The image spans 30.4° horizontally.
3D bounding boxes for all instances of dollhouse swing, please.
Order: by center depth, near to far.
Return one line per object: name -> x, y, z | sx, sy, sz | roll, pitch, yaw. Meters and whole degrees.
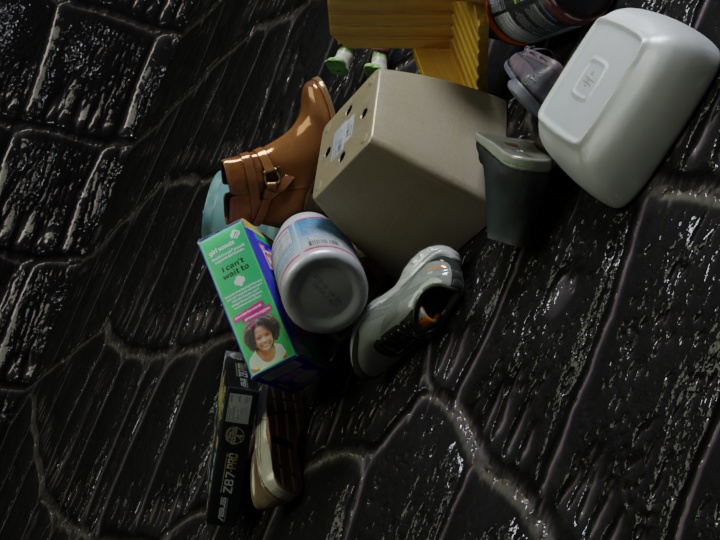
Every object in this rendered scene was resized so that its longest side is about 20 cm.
dollhouse swing -> 0.057, -0.314, 1.701 | 0.200, 0.175, 0.182 | 87, 170, -52

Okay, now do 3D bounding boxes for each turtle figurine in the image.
turtle figurine -> 0.015, -0.414, 2.111 | 0.200, 0.143, 0.195 | -24, 47, 63

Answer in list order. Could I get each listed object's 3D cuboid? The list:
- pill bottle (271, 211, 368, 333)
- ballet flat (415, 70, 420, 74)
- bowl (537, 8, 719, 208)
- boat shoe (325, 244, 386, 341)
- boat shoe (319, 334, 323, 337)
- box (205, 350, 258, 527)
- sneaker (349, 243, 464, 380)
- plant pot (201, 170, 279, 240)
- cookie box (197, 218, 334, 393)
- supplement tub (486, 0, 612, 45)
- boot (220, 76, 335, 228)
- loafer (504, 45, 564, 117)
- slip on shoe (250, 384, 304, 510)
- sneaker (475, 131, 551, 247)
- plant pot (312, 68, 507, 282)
pill bottle -> -0.056, -0.006, 1.674 | 0.109, 0.108, 0.200 | -58, 18, 13
ballet flat -> 0.067, -0.206, 1.821 | 0.200, 0.064, 0.076 | -47, 37, -4
bowl -> 0.265, -0.184, 1.386 | 0.200, 0.074, 0.200 | -58, 21, 13
boat shoe -> 0.000, 0.000, 1.770 | 0.063, 0.071, 0.201 | -145, 77, -79
boat shoe -> -0.054, 0.048, 1.858 | 0.200, 0.075, 0.074 | -56, 29, 35
box -> -0.179, 0.231, 1.840 | 0.161, 0.049, 0.201 | -107, 26, -74
sneaker -> 0.053, 0.060, 1.592 | 0.200, 0.074, 0.079 | -53, 29, 25
plant pot -> -0.167, -0.084, 2.049 | 0.200, 0.134, 0.201 | 12, -90, -83
cookie box -> -0.123, 0.050, 1.752 | 0.075, 0.171, 0.201 | -27, 73, 8
supplement tub -> 0.216, -0.336, 1.620 | 0.200, 0.107, 0.107 | -3, 63, 65
boot -> -0.112, -0.154, 1.762 | 0.077, 0.154, 0.201 | -131, 40, -64
loafer -> 0.211, -0.227, 1.537 | 0.063, 0.072, 0.200 | -44, 9, 17
slip on shoe -> -0.117, 0.232, 1.781 | 0.061, 0.076, 0.201 | -41, 38, 30
sneaker -> 0.163, -0.096, 1.517 | 0.200, 0.074, 0.107 | -98, 17, -75
plant pot -> 0.053, -0.133, 1.665 | 0.200, 0.177, 0.200 | -41, 30, 42
